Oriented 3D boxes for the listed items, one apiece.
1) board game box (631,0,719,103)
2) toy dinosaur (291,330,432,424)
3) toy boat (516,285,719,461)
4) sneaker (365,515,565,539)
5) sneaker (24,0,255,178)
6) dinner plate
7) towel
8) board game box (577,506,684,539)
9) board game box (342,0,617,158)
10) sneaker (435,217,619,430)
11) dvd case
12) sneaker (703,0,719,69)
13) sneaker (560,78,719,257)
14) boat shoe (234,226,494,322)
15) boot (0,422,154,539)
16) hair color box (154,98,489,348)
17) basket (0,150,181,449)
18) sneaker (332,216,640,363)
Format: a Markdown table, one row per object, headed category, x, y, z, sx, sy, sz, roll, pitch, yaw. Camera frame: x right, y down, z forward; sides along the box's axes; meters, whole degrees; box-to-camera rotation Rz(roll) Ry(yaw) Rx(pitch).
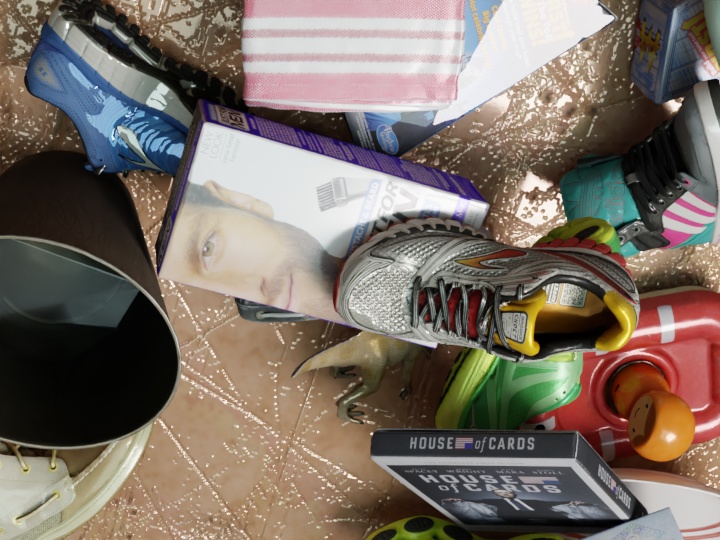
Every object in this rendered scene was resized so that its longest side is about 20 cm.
| category | x | y | z | sx | sy | sz | roll | pitch | yaw |
| --- | --- | --- | --- | --- | --- | --- | --- | --- | --- |
| board game box | 0.263 | -0.215 | 0.920 | 0.199 | 0.062 | 0.201 | -29 | 115 | 5 |
| toy dinosaur | 0.007 | 0.061 | 0.997 | 0.199 | 0.058 | 0.102 | -12 | 145 | -35 |
| toy boat | 0.214 | 0.098 | 1.022 | 0.198 | 0.131 | 0.132 | -11 | 115 | -3 |
| sneaker | 0.090 | 0.256 | 1.096 | 0.198 | 0.074 | 0.084 | 13 | 129 | -24 |
| sneaker | -0.144 | -0.099 | 0.928 | 0.199 | 0.079 | 0.089 | 37 | 119 | -17 |
| dinner plate | 0.219 | 0.189 | 1.065 | 0.198 | 0.024 | 0.201 | 6 | 155 | 3 |
| towel | -0.003 | -0.201 | 0.853 | 0.145 | 0.030 | 0.202 | 0 | 112 | -7 |
| board game box | 0.161 | 0.267 | 1.048 | 0.197 | 0.044 | 0.200 | -20 | 149 | 4 |
| board game box | 0.063 | -0.193 | 0.911 | 0.198 | 0.062 | 0.202 | -19 | 115 | 0 |
| sneaker | 0.129 | 0.048 | 0.955 | 0.083 | 0.074 | 0.201 | 28 | 115 | -5 |
| dvd case | 0.113 | 0.156 | 0.969 | 0.149 | 0.025 | 0.200 | -3 | 155 | 25 |
| sneaker | 0.320 | -0.141 | 0.856 | 0.198 | 0.074 | 0.120 | -7 | 89 | -3 |
| sneaker | 0.201 | -0.065 | 0.944 | 0.119 | 0.084 | 0.200 | -11 | 156 | 8 |
| boat shoe | 0.000 | 0.000 | 0.993 | 0.198 | 0.072 | 0.071 | -2 | 129 | -1 |
| boot | -0.269 | 0.135 | 1.010 | 0.200 | 0.072 | 0.155 | -40 | 110 | 11 |
| hair color box | -0.027 | -0.029 | 0.889 | 0.198 | 0.065 | 0.110 | 15 | 108 | -14 |
| basket | -0.207 | 0.005 | 0.886 | 0.179 | 0.200 | 0.137 | 18 | 110 | -16 |
| sneaker | 0.081 | 0.015 | 0.845 | 0.198 | 0.082 | 0.079 | 0 | 112 | -2 |
